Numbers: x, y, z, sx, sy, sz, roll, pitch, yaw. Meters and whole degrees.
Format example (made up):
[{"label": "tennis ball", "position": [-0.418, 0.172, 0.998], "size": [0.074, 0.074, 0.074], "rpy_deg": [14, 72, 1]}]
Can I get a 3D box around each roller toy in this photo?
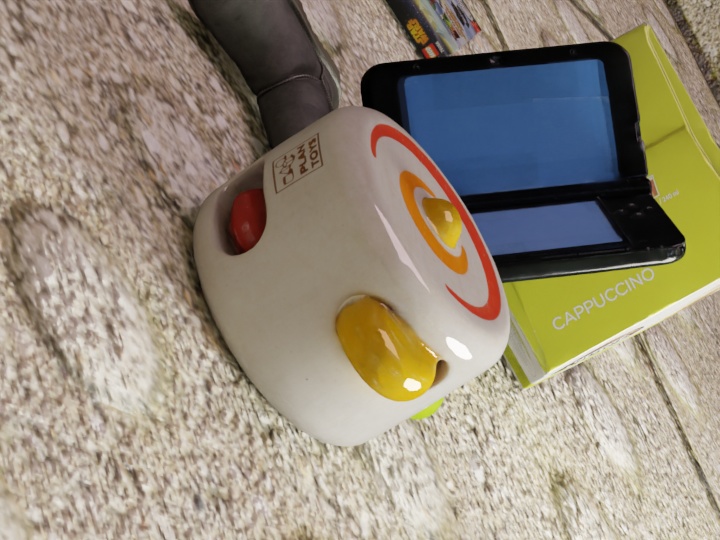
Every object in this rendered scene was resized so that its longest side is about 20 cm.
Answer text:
[{"label": "roller toy", "position": [0.000, 0.000, 1.185], "size": [0.183, 0.140, 0.200], "rpy_deg": [61, 19, 10]}]

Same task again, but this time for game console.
[{"label": "game console", "position": [0.110, -0.075, 1.359], "size": [0.176, 0.200, 0.117], "rpy_deg": [-107, -169, -68]}]

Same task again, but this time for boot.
[{"label": "boot", "position": [-0.051, -0.100, 1.348], "size": [0.182, 0.072, 0.200], "rpy_deg": [42, 31, -40]}]

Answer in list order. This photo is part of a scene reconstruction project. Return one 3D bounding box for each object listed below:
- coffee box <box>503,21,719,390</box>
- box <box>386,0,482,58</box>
[{"label": "coffee box", "position": [0.171, -0.042, 1.515], "size": [0.200, 0.199, 0.198], "rpy_deg": [62, -4, 6]}, {"label": "box", "position": [0.041, -0.301, 1.928], "size": [0.200, 0.040, 0.137], "rpy_deg": [57, 19, -5]}]
